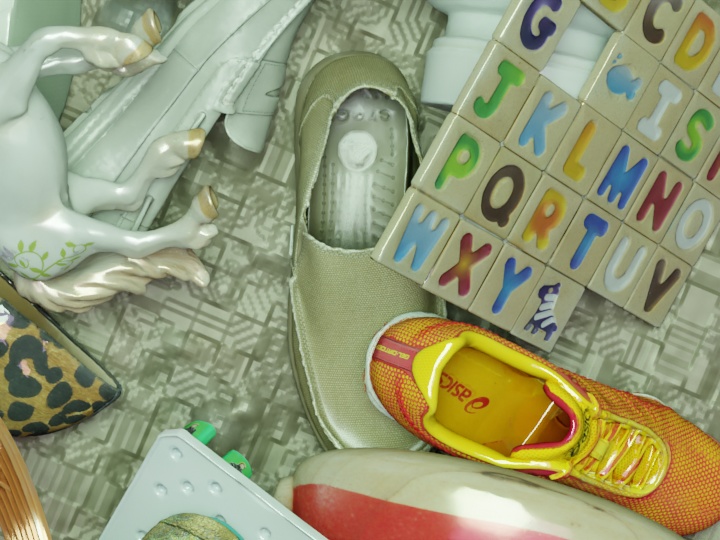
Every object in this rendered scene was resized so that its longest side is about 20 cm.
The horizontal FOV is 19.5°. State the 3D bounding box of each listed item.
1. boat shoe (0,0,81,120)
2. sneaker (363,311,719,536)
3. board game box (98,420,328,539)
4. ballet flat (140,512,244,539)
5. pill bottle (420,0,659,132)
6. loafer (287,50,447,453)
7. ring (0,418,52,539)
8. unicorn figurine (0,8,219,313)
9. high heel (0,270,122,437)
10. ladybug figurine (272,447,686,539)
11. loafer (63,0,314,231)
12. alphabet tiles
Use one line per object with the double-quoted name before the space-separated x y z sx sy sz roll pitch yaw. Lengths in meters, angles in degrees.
"boat shoe" -0.172 -0.149 0.947 0.071 0.070 0.201 1 94 19
"sneaker" 0.092 0.079 0.924 0.200 0.077 0.073 21 90 -28
"board game box" -0.038 0.187 0.909 0.200 0.026 0.200 37 125 7
"ballet flat" -0.110 0.180 0.886 0.071 0.071 0.200 34 125 -1
"pill bottle" 0.085 -0.164 0.920 0.113 0.113 0.200 11 92 -1
"loafer" 0.000 0.000 0.946 0.076 0.067 0.200 -8 92 0
"ring" -0.176 0.136 0.894 0.019 0.200 0.201 -10 92 -33
"unicorn figurine" -0.142 -0.064 0.876 0.137 0.074 0.200 -15 107 7
"high heel" -0.171 -0.025 0.937 0.142 0.071 0.200 7 107 5
"ladybug figurine" 0.056 0.134 0.914 0.200 0.136 0.072 15 67 5
"loafer" -0.064 -0.083 0.946 0.070 0.070 0.200 44 98 -7
"alphabet tiles" 0.103 -0.046 0.904 0.008 0.200 0.167 30 92 42
